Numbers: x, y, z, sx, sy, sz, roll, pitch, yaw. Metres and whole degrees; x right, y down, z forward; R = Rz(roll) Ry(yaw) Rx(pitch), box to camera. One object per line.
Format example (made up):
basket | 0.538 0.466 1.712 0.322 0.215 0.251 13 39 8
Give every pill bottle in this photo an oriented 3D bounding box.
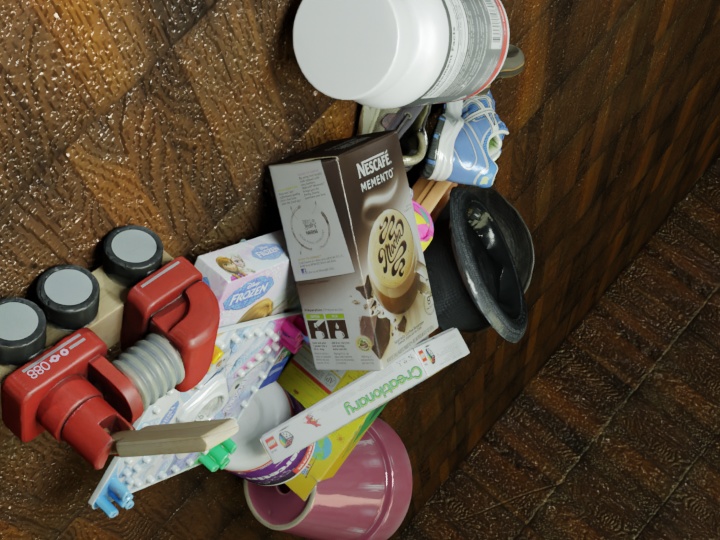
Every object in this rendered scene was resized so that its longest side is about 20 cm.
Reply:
pill bottle | 0.036 -0.194 0.916 0.200 0.116 0.116 -19 143 -58
pill bottle | -0.116 0.186 1.274 0.112 0.112 0.200 -49 161 -7

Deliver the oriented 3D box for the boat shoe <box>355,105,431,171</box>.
boat shoe | 0.035 -0.129 1.119 0.072 0.065 0.200 -43 161 -28

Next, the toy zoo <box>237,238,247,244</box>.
toy zoo | -0.152 0.052 1.082 0.131 0.020 0.200 -21 145 -58

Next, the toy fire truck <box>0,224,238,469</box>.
toy fire truck | -0.159 0.074 0.814 0.176 0.200 0.129 -37 158 -38

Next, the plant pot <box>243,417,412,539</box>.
plant pot | -0.057 0.291 1.536 0.179 0.200 0.200 14 114 -53

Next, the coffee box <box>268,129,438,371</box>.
coffee box | -0.003 -0.020 1.035 0.113 0.080 0.200 -32 113 -52

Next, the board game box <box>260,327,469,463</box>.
board game box | 0.006 0.127 1.137 0.200 0.035 0.126 -33 172 24

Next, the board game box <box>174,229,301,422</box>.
board game box | -0.115 0.053 1.072 0.200 0.041 0.200 -24 147 -55

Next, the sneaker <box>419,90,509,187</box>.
sneaker | 0.119 -0.153 1.196 0.076 0.077 0.200 109 1 -45

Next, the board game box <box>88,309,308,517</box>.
board game box | -0.144 0.133 1.047 0.200 0.026 0.200 -58 160 20

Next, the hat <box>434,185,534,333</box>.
hat | 0.121 -0.011 1.410 0.081 0.201 0.201 -4 132 -43

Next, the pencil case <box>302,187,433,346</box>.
pencil case | 0.000 0.000 1.165 0.088 0.088 0.200 -28 156 -52

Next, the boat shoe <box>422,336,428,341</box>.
boat shoe | 0.043 0.049 1.246 0.200 0.070 0.066 0 88 -84

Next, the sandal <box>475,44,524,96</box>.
sandal | 0.116 -0.220 1.132 0.200 0.082 0.055 -29 133 -52

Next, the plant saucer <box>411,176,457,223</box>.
plant saucer | 0.056 -0.049 1.302 0.200 0.037 0.200 -55 175 -7

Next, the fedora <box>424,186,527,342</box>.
fedora | 0.116 0.005 1.275 0.091 0.201 0.201 -25 172 22

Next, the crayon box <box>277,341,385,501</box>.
crayon box | -0.051 0.171 1.392 0.200 0.127 0.051 -54 162 10
